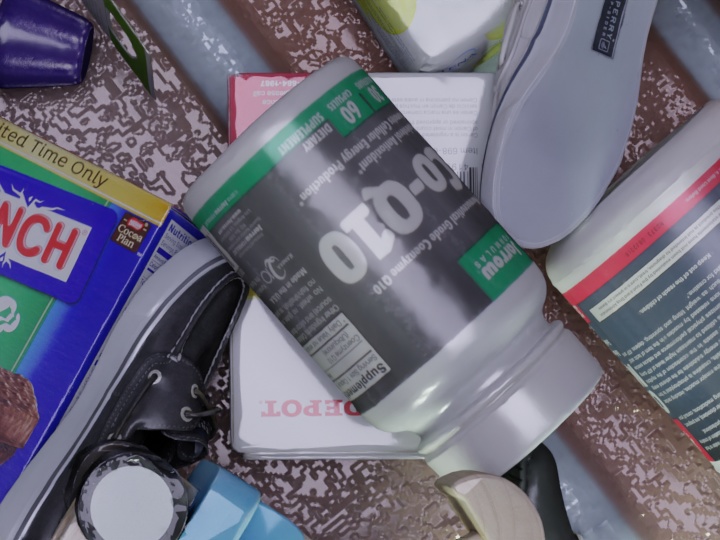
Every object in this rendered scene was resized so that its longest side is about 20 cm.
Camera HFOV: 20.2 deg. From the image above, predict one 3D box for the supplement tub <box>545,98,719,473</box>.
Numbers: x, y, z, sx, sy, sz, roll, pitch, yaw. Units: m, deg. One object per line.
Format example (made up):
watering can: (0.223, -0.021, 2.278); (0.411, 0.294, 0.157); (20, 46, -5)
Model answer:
supplement tub: (0.208, 0.023, 1.065); (0.140, 0.140, 0.200); (-41, 88, -6)

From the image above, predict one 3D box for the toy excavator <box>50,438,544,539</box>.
toy excavator: (-0.042, 0.140, 0.908); (0.199, 0.100, 0.195); (34, 81, -10)

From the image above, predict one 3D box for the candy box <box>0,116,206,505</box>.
candy box: (-0.193, 0.029, 1.043); (0.168, 0.077, 0.201); (25, 81, 24)

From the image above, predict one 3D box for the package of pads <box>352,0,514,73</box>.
package of pads: (0.073, -0.210, 1.112); (0.199, 0.068, 0.155); (-33, 87, -6)

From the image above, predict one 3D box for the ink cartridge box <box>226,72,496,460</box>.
ink cartridge box: (0.000, 0.000, 1.081); (0.144, 0.083, 0.201); (0, 85, -4)

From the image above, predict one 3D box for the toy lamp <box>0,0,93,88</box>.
toy lamp: (-0.244, -0.138, 1.092); (0.199, 0.058, 0.059); (14, 84, -2)

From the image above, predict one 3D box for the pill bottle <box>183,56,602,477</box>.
pill bottle: (0.018, 0.005, 0.983); (0.113, 0.113, 0.200); (-42, 90, -6)

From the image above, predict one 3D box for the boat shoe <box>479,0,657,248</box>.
boat shoe: (0.104, -0.105, 1.041); (0.073, 0.065, 0.201); (28, 79, -25)

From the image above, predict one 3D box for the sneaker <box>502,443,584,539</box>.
sneaker: (0.119, 0.185, 1.082); (0.088, 0.074, 0.201); (-7, 95, -4)

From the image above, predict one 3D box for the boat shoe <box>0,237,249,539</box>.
boat shoe: (-0.103, 0.077, 0.984); (0.066, 0.070, 0.200); (25, 67, 25)

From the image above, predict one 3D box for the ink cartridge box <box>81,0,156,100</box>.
ink cartridge box: (-0.137, -0.201, 1.058); (0.076, 0.148, 0.201); (-34, 89, -7)
